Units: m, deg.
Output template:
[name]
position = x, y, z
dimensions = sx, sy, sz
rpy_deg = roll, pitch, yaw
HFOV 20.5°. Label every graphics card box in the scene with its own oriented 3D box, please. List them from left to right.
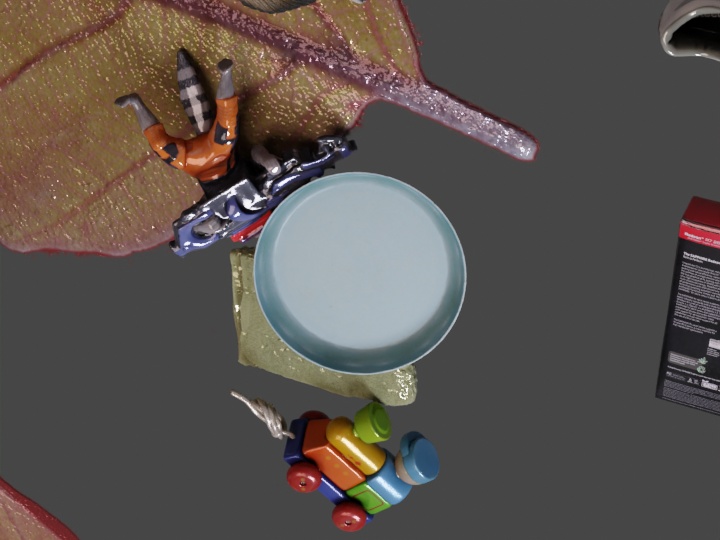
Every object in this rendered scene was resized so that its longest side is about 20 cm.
[graphics card box]
position = 0.332, 0.040, 1.742
dimensions = 0.124, 0.051, 0.202
rpy_deg = 14, 128, 17

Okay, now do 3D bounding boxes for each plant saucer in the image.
[plant saucer]
position = 0.000, 0.000, 1.854
dimensions = 0.198, 0.027, 0.202
rpy_deg = 2, 112, 5

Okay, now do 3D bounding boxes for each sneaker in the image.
[sneaker]
position = 0.327, -0.192, 1.549
dimensions = 0.198, 0.089, 0.075
rpy_deg = -6, 120, 29

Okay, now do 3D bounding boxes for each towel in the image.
[towel]
position = -0.036, 0.052, 1.950
dimensions = 0.198, 0.037, 0.150
rpy_deg = 14, 128, 19

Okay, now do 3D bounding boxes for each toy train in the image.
[toy train]
position = -0.022, 0.161, 1.960
dimensions = 0.115, 0.085, 0.200
rpy_deg = -27, 124, 31

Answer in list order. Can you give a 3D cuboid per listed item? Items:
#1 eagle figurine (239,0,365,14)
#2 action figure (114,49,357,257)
[eagle figurine]
position = -0.091, -0.271, 1.684
dimensions = 0.199, 0.152, 0.152
rpy_deg = -29, 121, 28
[action figure]
position = -0.108, -0.112, 1.852
dimensions = 0.198, 0.105, 0.195
rpy_deg = -24, 121, 5
